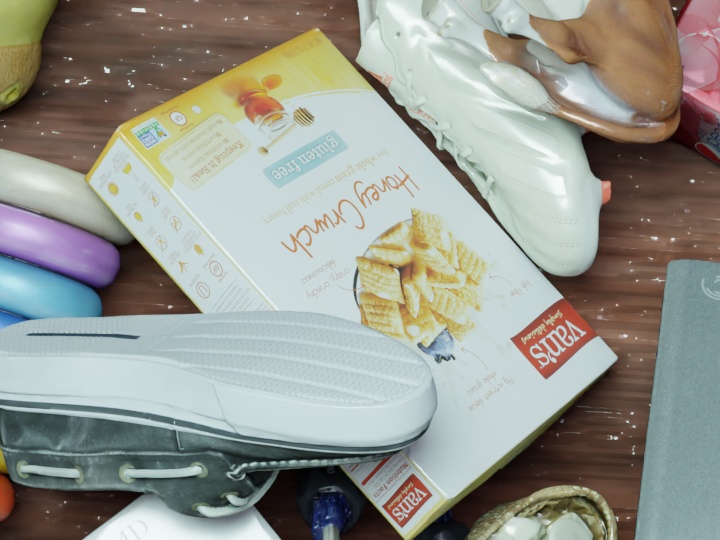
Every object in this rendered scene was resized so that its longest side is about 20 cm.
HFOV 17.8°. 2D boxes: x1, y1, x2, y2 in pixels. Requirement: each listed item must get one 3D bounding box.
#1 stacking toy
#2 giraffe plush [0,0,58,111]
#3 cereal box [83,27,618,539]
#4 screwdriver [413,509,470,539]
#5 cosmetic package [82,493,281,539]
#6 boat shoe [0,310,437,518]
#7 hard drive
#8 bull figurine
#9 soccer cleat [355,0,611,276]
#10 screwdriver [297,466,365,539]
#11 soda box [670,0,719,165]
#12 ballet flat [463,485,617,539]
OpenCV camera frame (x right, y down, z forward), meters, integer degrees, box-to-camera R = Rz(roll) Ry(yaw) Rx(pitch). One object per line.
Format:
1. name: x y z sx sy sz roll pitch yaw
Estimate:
1. stacking toy: -0.160 0.054 0.963 0.085 0.085 0.201 18 84 2
2. giraffe plush: -0.198 -0.114 0.967 0.162 0.200 0.173 -18 60 -40
3. cereal box: 0.000 0.000 0.955 0.200 0.040 0.144 47 40 8
4. screwdriver: 0.022 0.071 0.986 0.029 0.028 0.201 -7 76 -33
5. cosmetic package: -0.044 0.184 0.930 0.113 0.081 0.200 -39 82 -8
6. boat shoe: -0.057 0.058 0.881 0.199 0.072 0.071 4 113 32
7. hard drive: 0.175 0.087 0.864 0.139 0.033 0.201 7 50 8
8. bull figurine: 0.083 -0.140 0.972 0.121 0.065 0.201 14 45 -28
9. soccer cleat: 0.041 -0.082 0.996 0.077 0.069 0.201 -15 70 -24
10. screwdriver: -0.015 0.105 0.888 0.029 0.200 0.028 30 103 -4
11. soda box: 0.197 -0.143 1.020 0.070 0.063 0.201 29 78 4
12. ballet flat: 0.047 0.140 0.895 0.071 0.065 0.200 46 37 -4
